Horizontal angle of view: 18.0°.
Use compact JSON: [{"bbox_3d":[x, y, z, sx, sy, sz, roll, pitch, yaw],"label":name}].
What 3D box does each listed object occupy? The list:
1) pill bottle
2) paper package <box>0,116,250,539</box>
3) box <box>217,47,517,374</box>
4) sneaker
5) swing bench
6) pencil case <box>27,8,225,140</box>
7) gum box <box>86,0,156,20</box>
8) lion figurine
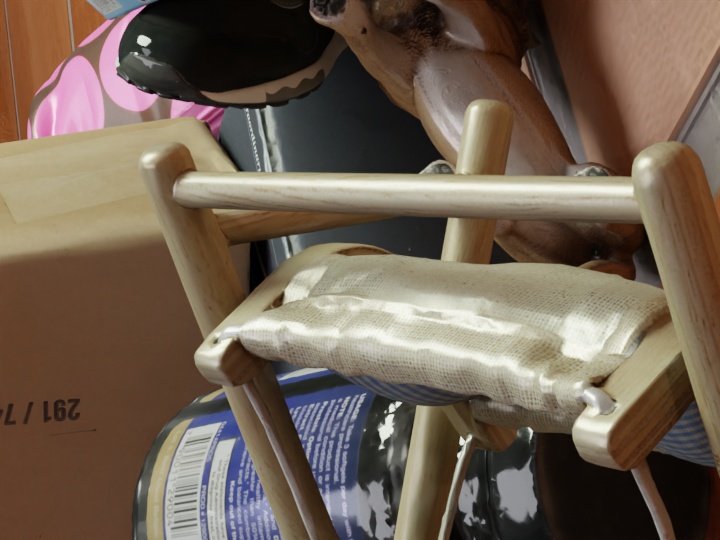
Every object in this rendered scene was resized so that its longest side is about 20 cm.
[{"bbox_3d":[0.019,0.082,0.795,0.200,0.112,0.112,-15,83,47],"label":"pill bottle"},{"bbox_3d":[-0.146,0.047,0.963,0.103,0.200,0.191,-118,23,-57],"label":"paper package"},{"bbox_3d":[0.000,0.000,0.977,0.200,0.104,0.148,118,142,-68],"label":"box"},{"bbox_3d":[-0.024,-0.128,0.856,0.076,0.200,0.088,19,123,26],"label":"sneaker"},{"bbox_3d":[0.057,0.060,0.579,0.199,0.130,0.200,4,101,52],"label":"swing bench"},{"bbox_3d":[-0.068,-0.095,1.027,0.200,0.091,0.094,-40,24,40],"label":"pencil case"},{"bbox_3d":[-0.023,-0.180,0.789,0.045,0.200,0.170,41,170,-14],"label":"gum box"},{"bbox_3d":[0.051,-0.048,0.795,0.122,0.072,0.200,37,-154,-58],"label":"lion figurine"}]
